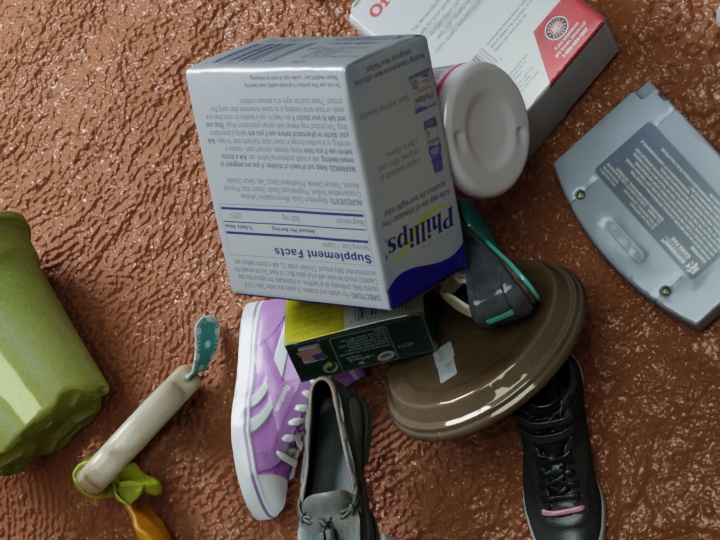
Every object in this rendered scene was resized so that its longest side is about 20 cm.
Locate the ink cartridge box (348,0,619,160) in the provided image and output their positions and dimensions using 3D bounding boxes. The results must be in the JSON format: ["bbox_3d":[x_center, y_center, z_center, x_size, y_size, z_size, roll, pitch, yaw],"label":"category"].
[{"bbox_3d":[0.110,-0.215,1.625,0.200,0.084,0.145,42,92,22],"label":"ink cartridge box"}]

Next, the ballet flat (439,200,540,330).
[{"bbox_3d":[0.091,-0.007,1.528,0.073,0.073,0.200,-39,28,6],"label":"ballet flat"}]

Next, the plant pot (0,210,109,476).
[{"bbox_3d":[-0.336,0.079,1.667,0.200,0.200,0.185,-42,77,4],"label":"plant pot"}]

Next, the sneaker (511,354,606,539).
[{"bbox_3d":[0.158,0.155,1.495,0.070,0.099,0.202,-8,73,16],"label":"sneaker"}]

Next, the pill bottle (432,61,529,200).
[{"bbox_3d":[0.038,-0.114,1.549,0.199,0.113,0.115,-2,73,45],"label":"pill bottle"}]

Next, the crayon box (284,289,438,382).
[{"bbox_3d":[0.000,0.000,1.589,0.126,0.051,0.201,-13,41,12],"label":"crayon box"}]

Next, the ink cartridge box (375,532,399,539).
[{"bbox_3d":[-0.009,0.340,1.512,0.144,0.084,0.202,-21,68,13],"label":"ink cartridge box"}]

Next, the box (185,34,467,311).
[{"bbox_3d":[-0.027,-0.083,1.466,0.183,0.105,0.202,6,113,42],"label":"box"}]

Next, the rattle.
[{"bbox_3d":[-0.154,0.153,1.632,0.142,0.131,0.200,38,63,15],"label":"rattle"}]

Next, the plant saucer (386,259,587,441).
[{"bbox_3d":[0.100,0.060,1.518,0.199,0.030,0.201,-30,29,18],"label":"plant saucer"}]

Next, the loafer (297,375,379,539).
[{"bbox_3d":[-0.027,0.183,1.499,0.071,0.063,0.202,-14,54,18],"label":"loafer"}]

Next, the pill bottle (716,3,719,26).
[{"bbox_3d":[0.392,-0.171,1.494,0.111,0.111,0.200,-42,65,5],"label":"pill bottle"}]

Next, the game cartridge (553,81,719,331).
[{"bbox_3d":[0.264,-0.051,1.551,0.133,0.041,0.201,-42,65,9],"label":"game cartridge"}]

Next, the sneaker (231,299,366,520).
[{"bbox_3d":[-0.052,0.119,1.601,0.113,0.073,0.203,-4,74,16],"label":"sneaker"}]
